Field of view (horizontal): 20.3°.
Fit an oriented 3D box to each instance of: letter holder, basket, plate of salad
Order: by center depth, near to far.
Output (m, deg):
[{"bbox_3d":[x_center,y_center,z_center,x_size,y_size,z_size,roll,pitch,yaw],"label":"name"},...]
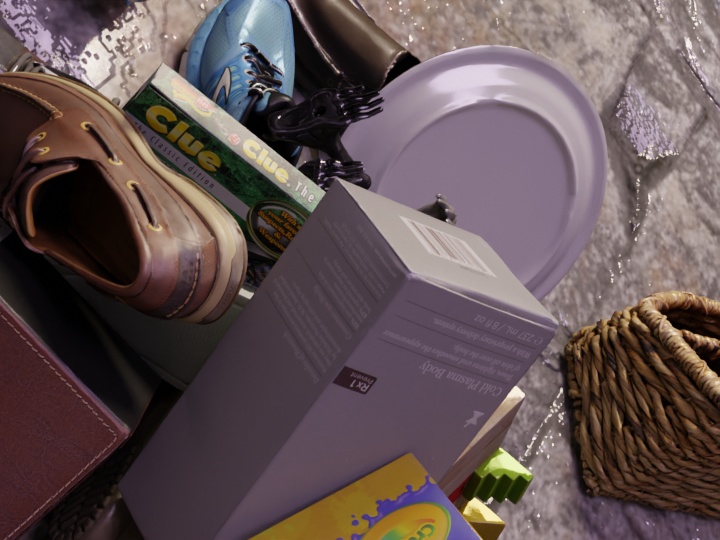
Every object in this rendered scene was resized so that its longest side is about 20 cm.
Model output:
[{"bbox_3d":[-0.220,0.040,0.967,0.200,0.142,0.101,47,10,-7],"label":"letter holder"},{"bbox_3d":[0.060,-0.047,1.238,0.200,0.201,0.048,23,15,-34],"label":"plate of salad"},{"bbox_3d":[0.257,0.079,1.355,0.199,0.149,0.143,15,59,-37],"label":"basket"}]

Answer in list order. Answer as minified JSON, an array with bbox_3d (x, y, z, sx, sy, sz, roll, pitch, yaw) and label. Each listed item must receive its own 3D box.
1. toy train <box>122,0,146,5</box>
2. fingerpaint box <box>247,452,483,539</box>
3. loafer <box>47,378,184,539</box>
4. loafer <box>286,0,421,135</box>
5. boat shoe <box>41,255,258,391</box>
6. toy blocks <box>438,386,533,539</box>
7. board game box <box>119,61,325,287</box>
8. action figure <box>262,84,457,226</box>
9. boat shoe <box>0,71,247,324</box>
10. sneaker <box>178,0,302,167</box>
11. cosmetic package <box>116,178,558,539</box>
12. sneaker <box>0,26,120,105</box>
[{"bbox_3d":[-0.159,-0.254,1.186,0.200,0.087,0.114,59,37,-2],"label":"toy train"},{"bbox_3d":[-0.035,0.202,0.942,0.199,0.167,0.073,-27,47,-16],"label":"fingerpaint box"},{"bbox_3d":[-0.099,0.094,1.067,0.068,0.076,0.200,52,42,-22],"label":"loafer"},{"bbox_3d":[0.005,-0.133,1.284,0.200,0.071,0.073,57,42,-5],"label":"loafer"},{"bbox_3d":[-0.108,0.014,1.034,0.199,0.076,0.060,16,32,11],"label":"boat shoe"},{"bbox_3d":[0.010,0.130,1.085,0.100,0.200,0.137,40,51,15],"label":"toy blocks"},{"bbox_3d":[-0.052,-0.013,1.041,0.200,0.105,0.024,39,47,-12],"label":"board game box"},{"bbox_3d":[0.000,0.000,1.121,0.200,0.102,0.119,78,16,-49],"label":"action figure"},{"bbox_3d":[-0.141,-0.042,0.973,0.200,0.072,0.067,37,20,33],"label":"boat shoe"},{"bbox_3d":[-0.058,-0.088,1.185,0.078,0.090,0.201,26,53,-31],"label":"sneaker"},{"bbox_3d":[-0.014,0.067,0.956,0.107,0.200,0.090,18,23,-40],"label":"cosmetic package"},{"bbox_3d":[-0.159,-0.083,1.093,0.200,0.082,0.077,45,45,-17],"label":"sneaker"}]
